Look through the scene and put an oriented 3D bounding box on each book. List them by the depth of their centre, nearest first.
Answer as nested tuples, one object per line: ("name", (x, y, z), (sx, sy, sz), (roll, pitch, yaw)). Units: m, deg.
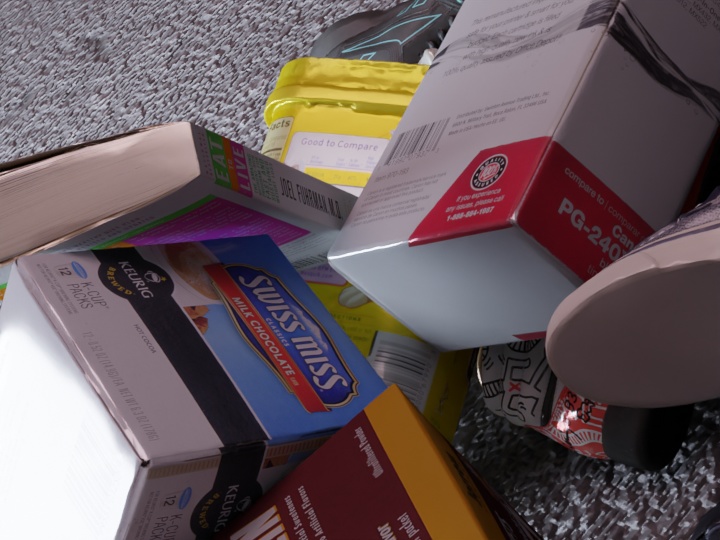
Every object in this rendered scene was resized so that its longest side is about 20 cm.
("book", (-0.090, -0.017, 1.028), (0.134, 0.200, 0.048), (-17, 77, 17))

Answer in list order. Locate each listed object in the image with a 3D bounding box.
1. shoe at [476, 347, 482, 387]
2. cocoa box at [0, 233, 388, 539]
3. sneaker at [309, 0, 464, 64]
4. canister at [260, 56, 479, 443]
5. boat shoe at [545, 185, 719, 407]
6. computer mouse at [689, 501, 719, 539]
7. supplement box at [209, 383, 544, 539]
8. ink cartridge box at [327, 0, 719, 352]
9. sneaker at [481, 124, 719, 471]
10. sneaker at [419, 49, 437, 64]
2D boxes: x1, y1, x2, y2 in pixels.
("shoe", (0.147, 0.010, 1.133), (0.200, 0.053, 0.070), (-36, 60, 21))
("cocoa box", (-0.089, 0.103, 0.980), (0.133, 0.131, 0.200), (51, 134, 38))
("sneaker", (0.053, -0.149, 1.444), (0.200, 0.075, 0.079), (-33, 44, 30))
("canister", (0.000, 0.000, 1.150), (0.148, 0.087, 0.200), (7, 66, 24))
("boat shoe", (0.170, -0.015, 0.930), (0.200, 0.075, 0.093), (-23, 28, 19))
("computer mouse", (0.138, 0.127, 1.000), (0.200, 0.034, 0.059), (-28, 33, 27))
("supplement box", (0.017, 0.196, 0.888), (0.197, 0.200, 0.133), (-41, 29, 6))
("ink cartridge box", (0.091, -0.071, 1.046), (0.145, 0.083, 0.200), (-12, 45, 56))
("sneaker", (0.121, -0.013, 1.081), (0.108, 0.067, 0.202), (15, 89, 33))
("sneaker", (0.045, -0.046, 1.268), (0.070, 0.080, 0.200), (-42, 24, 37))
